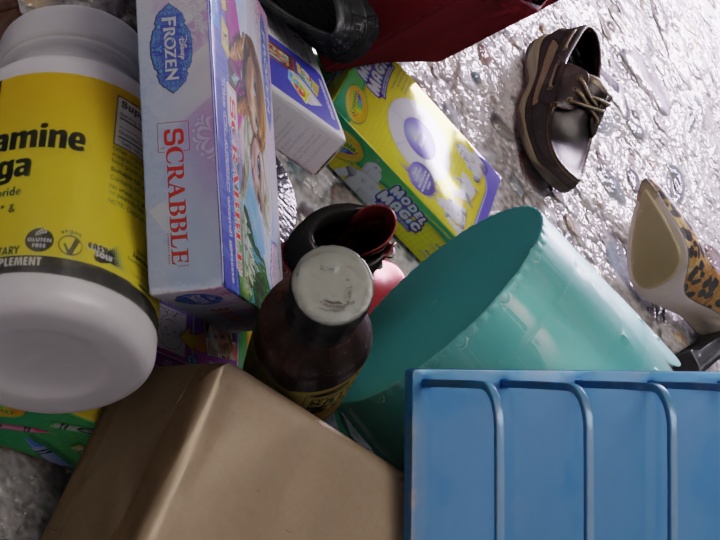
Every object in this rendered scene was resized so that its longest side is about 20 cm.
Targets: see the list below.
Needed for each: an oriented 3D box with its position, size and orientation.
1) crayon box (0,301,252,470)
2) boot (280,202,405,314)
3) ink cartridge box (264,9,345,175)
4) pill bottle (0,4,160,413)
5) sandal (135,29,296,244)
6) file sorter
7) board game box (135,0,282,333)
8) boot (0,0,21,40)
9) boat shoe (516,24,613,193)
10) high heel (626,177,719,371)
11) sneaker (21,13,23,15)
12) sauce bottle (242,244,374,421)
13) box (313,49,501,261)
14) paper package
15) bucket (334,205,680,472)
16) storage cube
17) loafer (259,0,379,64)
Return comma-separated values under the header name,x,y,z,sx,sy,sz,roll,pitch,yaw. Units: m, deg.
name,x,y,z,sx,sy,sz,roll,pitch,yaw
crayon box,-0.148,0.055,0.852,0.199,0.058,0.120,27,47,-36
boot,0.000,0.000,0.992,0.199,0.144,0.073,-5,67,-52
ink cartridge box,-0.109,-0.175,1.014,0.199,0.047,0.198,33,22,-28
pill bottle,-0.158,-0.037,0.762,0.112,0.112,0.201,27,47,-36
sandal,-0.104,-0.091,1.022,0.076,0.043,0.201,6,50,-53
file sorter,0.135,0.124,0.766,0.198,0.123,0.140,2,87,-18
board game box,-0.080,-0.075,0.807,0.200,0.041,0.202,53,33,-81
boot,-0.253,-0.093,0.834,0.186,0.064,0.201,-28,108,-26
boat shoe,0.198,-0.165,1.394,0.074,0.073,0.201,32,45,-32
high heel,0.328,-0.007,1.430,0.142,0.071,0.202,-26,102,-47
sneaker,-0.163,-0.114,0.923,0.200,0.090,0.067,45,40,-18
sauce bottle,-0.027,0.038,0.774,0.065,0.200,0.067,2,74,-7
box,0.026,-0.104,1.175,0.200,0.048,0.118,44,39,-18
paper package,-0.065,0.172,0.784,0.200,0.103,0.192,37,64,-32
bucket,0.086,0.068,0.917,0.135,0.207,0.208,48,38,-13
storage cube,0.055,-0.268,1.120,0.170,0.179,0.201,-16,86,-52
loafer,-0.064,-0.233,1.058,0.201,0.068,0.070,49,13,16
